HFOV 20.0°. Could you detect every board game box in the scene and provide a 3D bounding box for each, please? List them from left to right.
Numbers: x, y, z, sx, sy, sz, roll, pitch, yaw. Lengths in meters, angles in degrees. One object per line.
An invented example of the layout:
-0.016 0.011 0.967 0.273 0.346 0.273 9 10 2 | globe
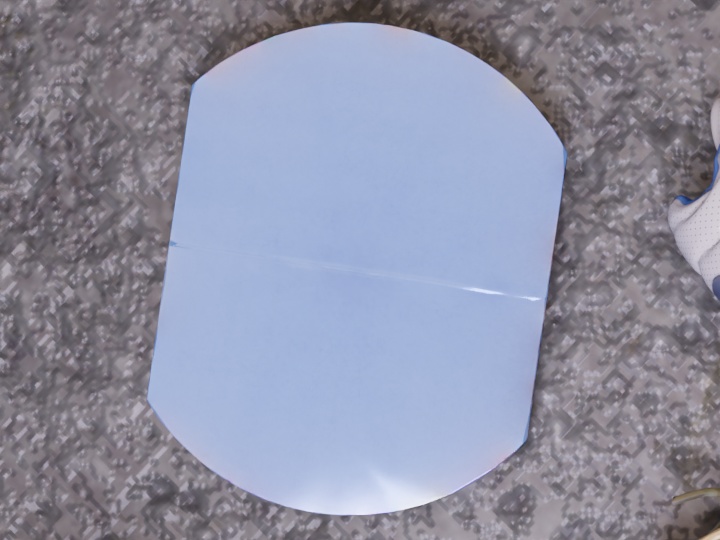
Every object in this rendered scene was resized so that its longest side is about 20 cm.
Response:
0.000 0.000 0.848 0.157 0.039 0.201 8 89 5 | board game box

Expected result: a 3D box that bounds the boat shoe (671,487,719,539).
0.190 0.085 0.793 0.199 0.073 0.063 -23 73 -6 | boat shoe

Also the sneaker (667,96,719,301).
0.213 -0.053 0.800 0.146 0.081 0.200 36 72 27 | sneaker
